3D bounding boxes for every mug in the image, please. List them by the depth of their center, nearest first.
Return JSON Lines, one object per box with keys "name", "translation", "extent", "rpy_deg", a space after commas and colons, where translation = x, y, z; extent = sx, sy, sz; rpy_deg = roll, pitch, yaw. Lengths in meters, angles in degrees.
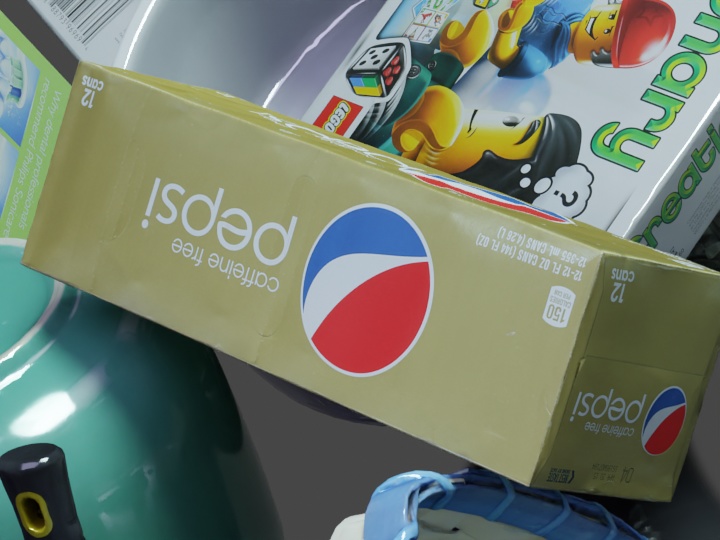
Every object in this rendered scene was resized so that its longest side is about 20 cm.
{"name": "mug", "translation": [-0.104, 0.066, 0.913], "extent": [0.152, 0.115, 0.185], "rpy_deg": [-30, 31, -16]}

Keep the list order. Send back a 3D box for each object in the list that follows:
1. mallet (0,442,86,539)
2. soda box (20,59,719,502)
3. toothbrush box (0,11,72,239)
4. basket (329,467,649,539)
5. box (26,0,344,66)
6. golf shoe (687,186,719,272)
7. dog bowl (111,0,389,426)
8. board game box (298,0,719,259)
{"name": "mallet", "translation": [-0.055, 0.140, 0.834], "extent": [0.065, 0.201, 0.041], "rpy_deg": [1, 24, 22]}
{"name": "soda box", "translation": [0.000, 0.000, 0.825], "extent": [0.199, 0.068, 0.064], "rpy_deg": [21, 97, 40]}
{"name": "toothbrush box", "translation": [-0.189, -0.047, 1.025], "extent": [0.145, 0.200, 0.087], "rpy_deg": [-6, 57, 28]}
{"name": "basket", "translation": [0.061, 0.121, 0.780], "extent": [0.199, 0.176, 0.140], "rpy_deg": [-27, 62, 31]}
{"name": "box", "translation": [-0.041, -0.156, 1.118], "extent": [0.200, 0.041, 0.156], "rpy_deg": [-43, 47, 0]}
{"name": "golf shoe", "translation": [0.180, -0.009, 0.862], "extent": [0.199, 0.078, 0.097], "rpy_deg": [20, 65, 30]}
{"name": "dog bowl", "translation": [0.019, -0.053, 0.983], "extent": [0.199, 0.079, 0.201], "rpy_deg": [-17, 52, 22]}
{"name": "board game box", "translation": [0.085, -0.091, 0.890], "extent": [0.126, 0.035, 0.200], "rpy_deg": [24, 72, 39]}
